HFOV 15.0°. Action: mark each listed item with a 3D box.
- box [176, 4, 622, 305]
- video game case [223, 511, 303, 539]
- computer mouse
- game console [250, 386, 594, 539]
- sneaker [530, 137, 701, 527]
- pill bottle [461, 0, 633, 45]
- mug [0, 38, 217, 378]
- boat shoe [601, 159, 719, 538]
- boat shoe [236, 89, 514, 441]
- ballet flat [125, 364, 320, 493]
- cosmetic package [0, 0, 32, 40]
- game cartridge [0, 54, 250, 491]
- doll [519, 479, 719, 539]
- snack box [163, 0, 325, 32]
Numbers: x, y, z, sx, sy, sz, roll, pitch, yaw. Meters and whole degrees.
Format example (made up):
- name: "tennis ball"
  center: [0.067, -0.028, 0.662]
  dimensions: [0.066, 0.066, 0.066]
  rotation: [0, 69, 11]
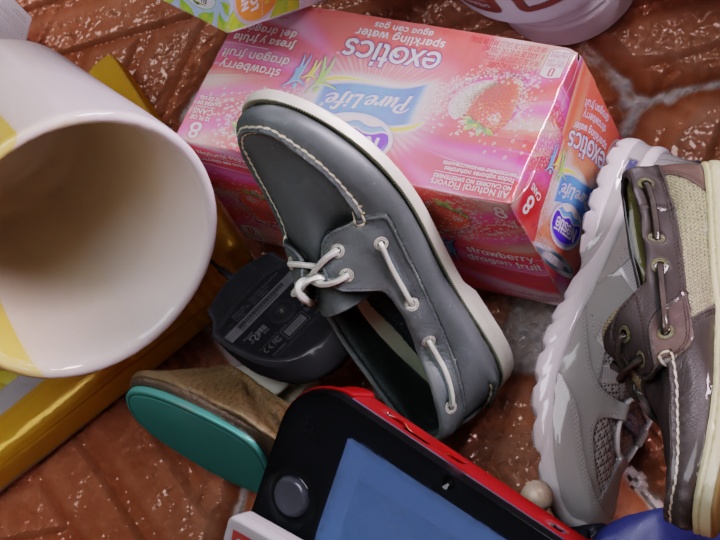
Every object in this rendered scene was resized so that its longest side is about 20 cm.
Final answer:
- name: "box"
  center: [0.022, -0.063, 1.396]
  dimensions: [0.200, 0.103, 0.095]
  rotation: [13, 64, 29]
- name: "video game case"
  center: [0.003, 0.218, 1.297]
  dimensions: [0.200, 0.017, 0.143]
  rotation: [26, 114, 32]
- name: "computer mouse"
  center: [-0.071, 0.006, 1.432]
  dimensions: [0.059, 0.034, 0.200]
  rotation: [-44, 48, -11]
- name: "game console"
  center: [0.021, 0.167, 1.297]
  dimensions: [0.200, 0.031, 0.177]
  rotation: [33, 112, 30]
- name: "sneaker"
  center: [0.137, 0.033, 1.322]
  dimensions: [0.082, 0.075, 0.200]
  rotation: [10, 77, 22]
- name: "pill bottle"
  center: [0.073, -0.195, 1.378]
  dimensions: [0.112, 0.200, 0.112]
  rotation: [-10, 64, 21]
- name: "mug"
  center: [-0.186, -0.050, 1.406]
  dimensions: [0.150, 0.186, 0.153]
  rotation: [-63, 37, 17]
- name: "boat shoe"
  center: [0.143, 0.034, 1.251]
  dimensions: [0.065, 0.073, 0.200]
  rotation: [3, 50, 6]
- name: "boat shoe"
  center: [0.000, 0.000, 1.333]
  dimensions: [0.073, 0.200, 0.062]
  rotation: [-9, 35, 50]
- name: "ballet flat"
  center: [-0.026, 0.086, 1.391]
  dimensions: [0.200, 0.068, 0.072]
  rotation: [25, 61, 32]
- name: "cosmetic package"
  center: [-0.296, -0.080, 1.577]
  dimensions: [0.200, 0.052, 0.151]
  rotation: [-8, 54, 29]
- name: "game cartridge"
  center: [-0.173, 0.001, 1.513]
  dimensions: [0.200, 0.032, 0.176]
  rotation: [-40, 57, 6]
- name: "doll"
  center: [0.110, 0.162, 1.282]
  dimensions: [0.200, 0.048, 0.137]
  rotation: [-12, 93, 29]
- name: "snack box"
  center: [-0.009, -0.214, 1.404]
  dimensions: [0.053, 0.200, 0.142]
  rotation: [28, 123, 31]
